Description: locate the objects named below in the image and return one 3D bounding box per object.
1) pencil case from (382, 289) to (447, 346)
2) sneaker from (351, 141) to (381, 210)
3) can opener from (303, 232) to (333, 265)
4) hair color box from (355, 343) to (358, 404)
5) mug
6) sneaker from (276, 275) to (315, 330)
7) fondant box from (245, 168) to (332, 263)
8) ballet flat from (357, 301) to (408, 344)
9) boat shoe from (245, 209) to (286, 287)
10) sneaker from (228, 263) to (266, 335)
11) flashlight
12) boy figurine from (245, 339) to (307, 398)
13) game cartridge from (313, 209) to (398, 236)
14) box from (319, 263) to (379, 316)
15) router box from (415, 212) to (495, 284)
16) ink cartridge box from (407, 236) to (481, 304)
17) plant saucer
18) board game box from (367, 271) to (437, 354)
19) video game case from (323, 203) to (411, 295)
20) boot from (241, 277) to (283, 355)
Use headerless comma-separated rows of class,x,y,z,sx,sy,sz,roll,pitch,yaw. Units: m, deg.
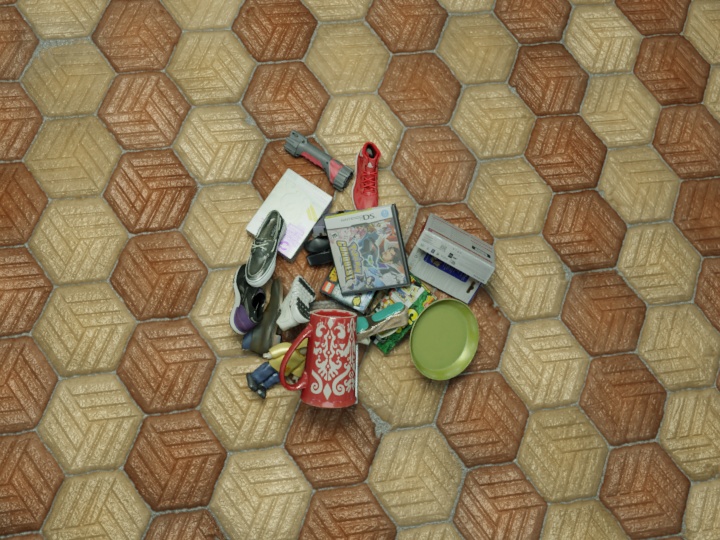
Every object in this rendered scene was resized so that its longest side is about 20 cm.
pencil case,0.143,0.105,1.476,0.089,0.078,0.201,-35,83,-11
sneaker,0.016,-0.242,1.516,0.078,0.116,0.202,-4,79,-5
can opener,-0.052,-0.079,1.483,0.198,0.064,0.079,-20,118,3
hair color box,-0.061,0.231,1.442,0.108,0.065,0.202,2,77,-5
mug,-0.080,0.197,1.305,0.133,0.177,0.202,9,97,40
sneaker,-0.162,0.078,1.414,0.081,0.200,0.075,-36,107,16
fondant box,-0.185,-0.143,1.511,0.144,0.058,0.201,33,79,2
ballet flat,0.028,0.143,1.403,0.198,0.068,0.068,-19,119,4
boat shoe,-0.239,-0.059,1.404,0.071,0.071,0.202,6,62,15
sneaker,-0.262,0.059,1.418,0.087,0.076,0.201,-29,46,27
flashlight,-0.114,-0.292,1.546,0.199,0.068,0.068,32,76,7
boy figurine,-0.178,0.229,1.410,0.199,0.065,0.125,-35,124,3
game cartridge,-0.009,-0.125,1.464,0.198,0.130,0.039,-2,116,14
box,0.000,0.000,1.488,0.136,0.040,0.201,24,77,18
router box,0.246,-0.061,1.469,0.199,0.180,0.049,29,112,2
ink cartridge box,0.218,0.000,1.500,0.199,0.037,0.095,29,118,3
plant saucer,0.200,0.167,1.412,0.198,0.031,0.202,-3,97,-24
board game box,0.092,0.106,1.443,0.105,0.023,0.200,43,111,10
video game case,0.017,-0.048,1.397,0.179,0.026,0.202,-9,104,16
boot,-0.244,0.114,1.446,0.096,0.075,0.202,4,80,-7
